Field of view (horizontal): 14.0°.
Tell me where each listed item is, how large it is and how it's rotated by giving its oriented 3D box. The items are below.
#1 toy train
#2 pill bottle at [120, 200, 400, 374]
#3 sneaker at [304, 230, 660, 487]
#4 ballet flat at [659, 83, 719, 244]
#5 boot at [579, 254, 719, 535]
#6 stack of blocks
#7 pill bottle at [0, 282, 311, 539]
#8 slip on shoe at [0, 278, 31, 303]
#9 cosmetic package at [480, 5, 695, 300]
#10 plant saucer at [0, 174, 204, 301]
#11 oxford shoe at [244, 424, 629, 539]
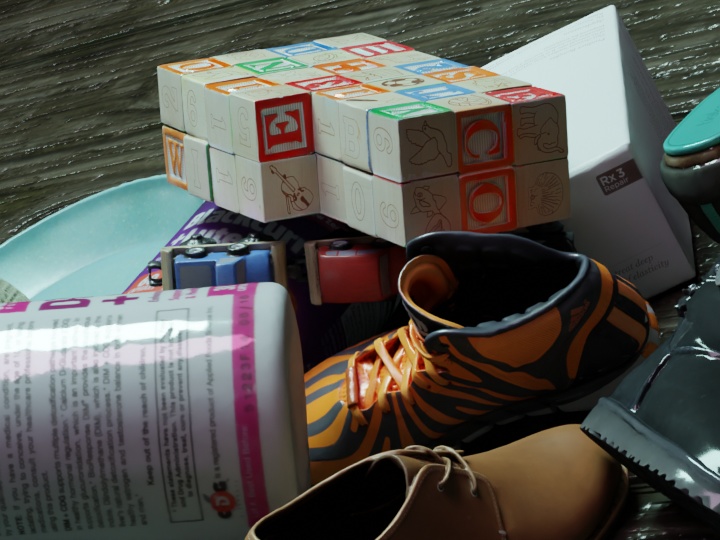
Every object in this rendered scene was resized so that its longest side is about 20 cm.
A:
[{"bbox_3d":[0.000,0.000,1.342,0.199,0.034,0.046,-3,19,4],"label":"toy train"},{"bbox_3d":[-0.045,0.011,1.461,0.111,0.112,0.200,-13,26,38],"label":"pill bottle"},{"bbox_3d":[0.024,0.033,1.295,0.199,0.112,0.078,-24,57,18],"label":"sneaker"},{"bbox_3d":[0.201,-0.078,1.401,0.068,0.069,0.200,-9,29,42],"label":"ballet flat"},{"bbox_3d":[0.182,0.008,1.130,0.200,0.066,0.165,-52,26,-2],"label":"boot"},{"bbox_3d":[-0.002,-0.061,1.356,0.115,0.059,0.200,-11,17,-26],"label":"stack of blocks"},{"bbox_3d":[-0.125,0.068,1.256,0.199,0.114,0.113,-5,23,3],"label":"pill bottle"},{"bbox_3d":[-0.177,0.066,1.420,0.061,0.074,0.200,-50,46,23],"label":"slip on shoe"},{"bbox_3d":[0.098,-0.046,1.451,0.112,0.081,0.200,-24,22,15],"label":"cosmetic package"},{"bbox_3d":[-0.160,0.019,1.565,0.199,0.036,0.200,-25,22,11],"label":"plant saucer"},{"bbox_3d":[0.034,0.098,1.162,0.199,0.072,0.071,-23,39,-36],"label":"oxford shoe"}]
